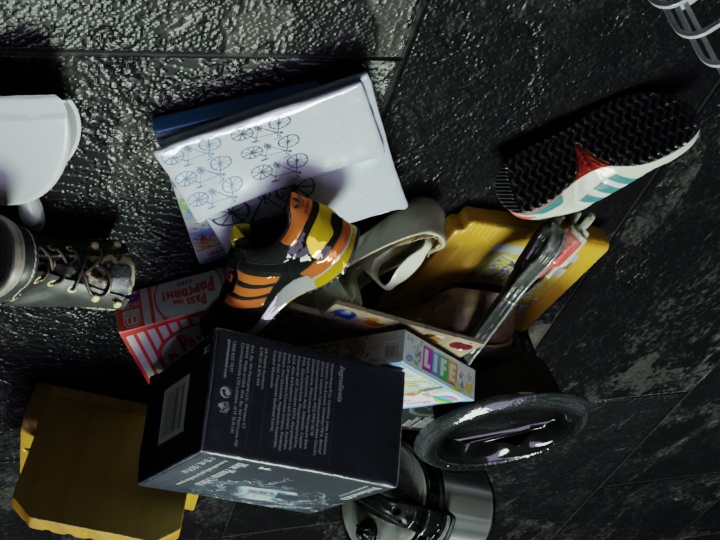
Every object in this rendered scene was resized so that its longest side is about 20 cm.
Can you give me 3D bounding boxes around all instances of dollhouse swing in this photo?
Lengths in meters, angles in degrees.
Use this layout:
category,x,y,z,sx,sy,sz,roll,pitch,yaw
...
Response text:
category,x,y,z,sx,sy,sz,roll,pitch,yaw
dollhouse swing,-0.273,0.238,1.219,0.197,0.177,0.182,13,142,-9

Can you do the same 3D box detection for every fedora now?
category,x,y,z,sx,sy,sz,roll,pitch,yaw
fedora,0.148,0.146,1.252,0.198,0.092,0.201,-9,148,-6

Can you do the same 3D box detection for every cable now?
category,x,y,z,sx,sy,sz,roll,pitch,yaw
cable,0.168,0.021,1.137,0.201,0.050,0.097,-59,180,8

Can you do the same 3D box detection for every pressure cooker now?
category,x,y,z,sx,sy,sz,roll,pitch,yaw
pressure cooker,0.069,0.318,1.542,0.175,0.180,0.199,-33,145,31

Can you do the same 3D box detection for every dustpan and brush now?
category,x,y,z,sx,sy,sz,roll,pitch,yaw
dustpan and brush,-0.282,-0.082,0.906,0.138,0.058,0.201,-1,140,-2

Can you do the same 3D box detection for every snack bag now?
category,x,y,z,sx,sy,sz,roll,pitch,yaw
snack bag,-0.061,-0.079,0.992,0.186,0.022,0.201,-18,148,3

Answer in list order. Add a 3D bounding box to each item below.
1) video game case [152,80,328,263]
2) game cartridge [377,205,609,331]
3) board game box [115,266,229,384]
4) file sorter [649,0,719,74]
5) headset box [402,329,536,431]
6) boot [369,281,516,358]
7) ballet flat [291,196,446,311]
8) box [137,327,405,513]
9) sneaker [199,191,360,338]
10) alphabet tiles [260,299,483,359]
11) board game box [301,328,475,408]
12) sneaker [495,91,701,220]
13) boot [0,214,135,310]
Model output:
category,x,y,z,sx,sy,sz,roll,pitch,yaw
video game case,-0.095,-0.082,1.011,0.141,0.018,0.201,-14,148,-4
game cartridge,0.143,0.004,1.233,0.198,0.033,0.177,5,142,-31
board game box,-0.159,0.075,1.194,0.150,0.047,0.201,-15,148,-2
file sorter,0.270,-0.242,0.826,0.138,0.126,0.199,-33,145,26
headset box,0.095,0.125,1.354,0.198,0.078,0.149,12,138,-36
boot,0.071,0.044,1.204,0.197,0.074,0.076,2,114,-15
ballet flat,0.000,0.000,1.114,0.199,0.070,0.069,-32,145,15
box,-0.089,0.153,1.099,0.198,0.119,0.196,14,156,-24
sneaker,-0.095,-0.006,1.026,0.090,0.070,0.199,38,128,-27
alphabet tiles,-0.003,0.073,1.148,0.198,0.008,0.167,17,154,-22
board game box,0.000,0.110,1.174,0.198,0.035,0.134,-11,152,35
sneaker,0.226,-0.104,1.087,0.198,0.071,0.093,-25,166,8
boot,-0.264,-0.002,0.963,0.149,0.074,0.199,4,169,-33
